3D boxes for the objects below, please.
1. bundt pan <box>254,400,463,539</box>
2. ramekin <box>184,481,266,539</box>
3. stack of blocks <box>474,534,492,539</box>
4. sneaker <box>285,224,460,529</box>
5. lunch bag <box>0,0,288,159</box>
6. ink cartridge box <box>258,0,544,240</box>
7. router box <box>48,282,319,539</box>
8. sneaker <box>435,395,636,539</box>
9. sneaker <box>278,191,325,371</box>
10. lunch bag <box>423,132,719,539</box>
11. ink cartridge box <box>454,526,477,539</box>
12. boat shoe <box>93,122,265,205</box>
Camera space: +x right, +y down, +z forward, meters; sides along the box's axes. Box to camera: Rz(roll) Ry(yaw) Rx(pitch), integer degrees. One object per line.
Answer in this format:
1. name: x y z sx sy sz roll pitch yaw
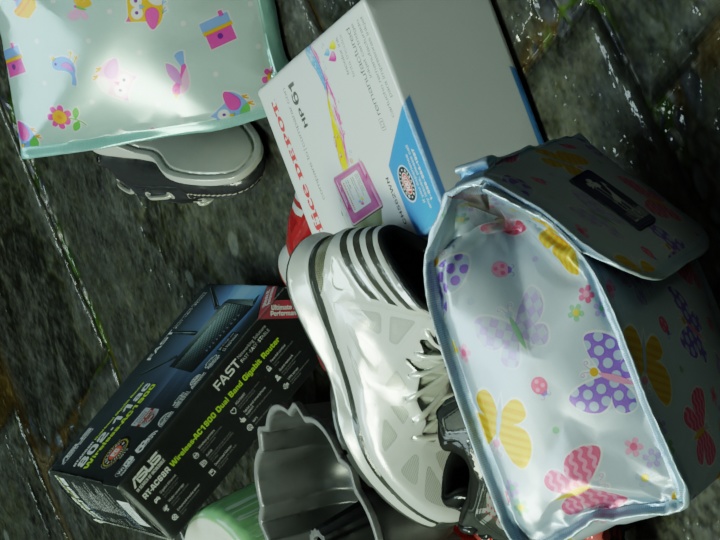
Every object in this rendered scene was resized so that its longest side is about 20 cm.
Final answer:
1. bundt pan: 0.006 0.173 1.725 0.202 0.075 0.203 46 143 50
2. ramekin: -0.046 0.239 1.896 0.200 0.097 0.201 45 145 44
3. stack of blocks: 0.093 0.076 1.644 0.115 0.058 0.201 46 145 45
4. sneaker: 0.037 0.064 1.592 0.115 0.076 0.201 -13 107 52
5. lunch bag: -0.151 -0.179 1.885 0.122 0.199 0.172 -42 -58 -68
6. ink cartridge box: 0.025 -0.083 1.648 0.145 0.084 0.200 69 157 5
7. router box: -0.125 0.100 1.956 0.062 0.200 0.150 46 161 -18
8. sneaker: 0.103 0.135 1.566 0.071 0.097 0.201 -88 -24 -49
9. sneaker: 0.000 0.000 1.769 0.200 0.078 0.116 47 147 41
10. lunch bag: 0.121 0.029 1.396 0.127 0.169 0.201 -22 88 23
11. ink cartridge box: 0.022 0.161 1.869 0.163 0.057 0.200 69 160 7
12. boat shoe: -0.133 -0.080 2.005 0.199 0.074 0.060 11 140 46
